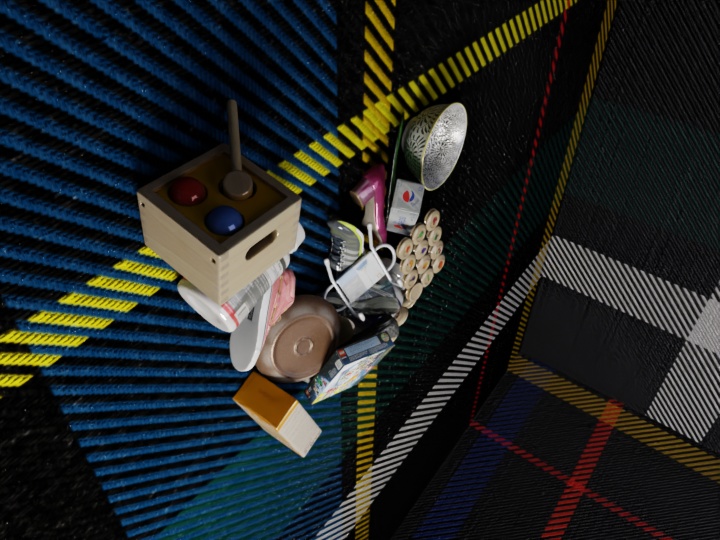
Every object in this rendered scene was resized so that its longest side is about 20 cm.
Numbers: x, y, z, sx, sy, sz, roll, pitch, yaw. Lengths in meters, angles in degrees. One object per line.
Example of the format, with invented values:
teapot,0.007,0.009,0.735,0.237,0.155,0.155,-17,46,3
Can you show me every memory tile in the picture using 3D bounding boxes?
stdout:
memory tile,0.084,0.089,1.503,0.017,0.153,0.202,34,78,-25
memory tile,0.145,-0.032,1.369,0.153,0.017,0.201,-45,143,-23

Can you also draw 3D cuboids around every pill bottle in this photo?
pill bottle,-0.186,-0.012,0.943,0.201,0.113,0.114,-52,152,-23
pill bottle,0.035,0.076,1.422,0.201,0.119,0.120,-56,153,-16

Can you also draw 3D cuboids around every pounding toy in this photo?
pounding toy,-0.187,-0.101,0.815,0.200,0.183,0.143,-42,159,-37

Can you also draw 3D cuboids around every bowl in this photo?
bowl,0.155,-0.294,1.341,0.200,0.093,0.203,-42,146,-37

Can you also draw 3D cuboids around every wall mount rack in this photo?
wall mount rack,0.000,0.000,1.222,0.200,0.074,0.175,-40,118,-15

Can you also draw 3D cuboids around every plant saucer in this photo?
plant saucer,-0.121,0.149,1.195,0.198,0.037,0.203,-12,117,-25

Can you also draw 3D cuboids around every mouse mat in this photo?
mouse mat,0.075,-0.224,1.274,0.162,0.007,0.202,-75,172,-56

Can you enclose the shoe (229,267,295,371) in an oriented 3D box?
shoe,-0.178,0.089,1.094,0.091,0.071,0.203,-4,112,-54

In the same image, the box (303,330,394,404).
box,-0.027,0.211,1.260,0.135,0.038,0.200,-17,156,-37

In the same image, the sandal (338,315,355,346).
sandal,-0.118,0.138,1.269,0.210,0.069,0.079,-18,114,-28

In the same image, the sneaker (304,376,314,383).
sneaker,-0.107,0.200,1.343,0.200,0.069,0.101,28,81,-66

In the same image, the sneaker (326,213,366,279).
sneaker,-0.036,-0.042,1.245,0.081,0.073,0.201,-50,149,-18

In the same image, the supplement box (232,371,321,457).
supplement box,-0.172,0.308,1.241,0.074,0.125,0.201,-53,151,-21

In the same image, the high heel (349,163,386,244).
high heel,0.042,-0.141,1.303,0.096,0.067,0.201,-45,137,-14

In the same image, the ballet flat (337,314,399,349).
ballet flat,0.001,0.169,1.310,0.198,0.066,0.057,-29,111,-9

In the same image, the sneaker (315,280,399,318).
sneaker,-0.012,0.058,1.324,0.197,0.087,0.078,3,154,-20

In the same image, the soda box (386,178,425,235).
soda box,0.098,-0.138,1.314,0.200,0.063,0.069,92,10,-81
